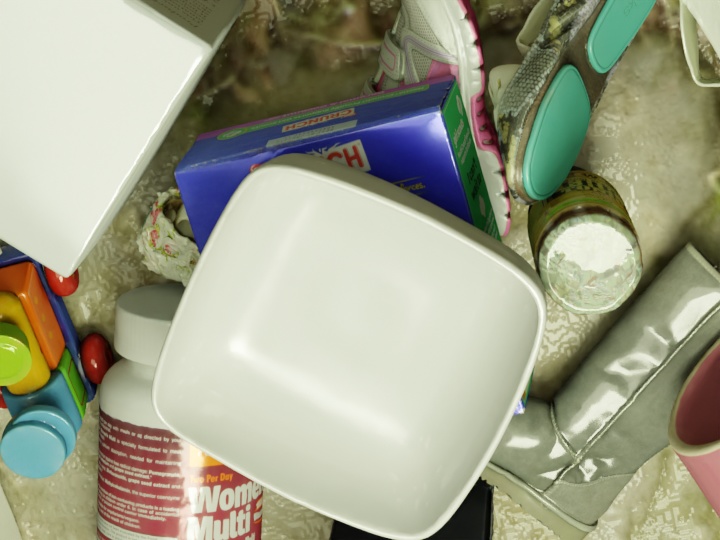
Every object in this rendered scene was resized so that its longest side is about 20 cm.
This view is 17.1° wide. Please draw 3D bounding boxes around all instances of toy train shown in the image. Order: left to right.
[{"bbox_3d":[-0.225,0.026,1.512,0.084,0.116,0.200,-15,119,7],"label":"toy train"}]

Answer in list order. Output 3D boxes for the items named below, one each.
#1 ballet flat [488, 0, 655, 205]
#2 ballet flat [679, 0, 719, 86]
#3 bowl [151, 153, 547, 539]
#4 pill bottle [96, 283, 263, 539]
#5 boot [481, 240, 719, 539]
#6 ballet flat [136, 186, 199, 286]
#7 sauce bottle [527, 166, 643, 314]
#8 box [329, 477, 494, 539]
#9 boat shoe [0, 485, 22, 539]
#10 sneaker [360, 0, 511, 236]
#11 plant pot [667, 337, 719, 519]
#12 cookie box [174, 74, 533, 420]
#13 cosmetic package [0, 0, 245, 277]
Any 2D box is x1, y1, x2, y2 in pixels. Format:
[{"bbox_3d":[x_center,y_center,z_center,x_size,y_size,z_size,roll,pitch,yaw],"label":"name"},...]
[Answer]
[{"bbox_3d":[0.118,-0.120,1.455,0.072,0.072,0.201,33,62,-5],"label":"ballet flat"},{"bbox_3d":[0.246,-0.115,1.495,0.069,0.069,0.201,-22,98,9],"label":"ballet flat"},{"bbox_3d":[-0.001,0.037,1.388,0.200,0.075,0.200,26,116,1],"label":"bowl"},{"bbox_3d":[-0.116,0.117,1.551,0.109,0.110,0.201,4,105,3],"label":"pill bottle"},{"bbox_3d":[0.151,0.061,1.538,0.182,0.073,0.200,35,111,-20],"label":"boot"},{"bbox_3d":[-0.046,-0.015,1.526,0.199,0.076,0.064,5,143,2],"label":"ballet flat"},{"bbox_3d":[0.131,-0.026,1.449,0.064,0.200,0.065,0,104,0],"label":"sauce bottle"},{"bbox_3d":[0.027,0.246,1.557,0.104,0.148,0.201,5,104,3],"label":"box"},{"bbox_3d":[-0.277,0.180,1.603,0.068,0.072,0.201,-10,108,22],"label":"boat shoe"},{"bbox_3d":[0.037,-0.111,1.495,0.088,0.081,0.201,-11,103,5],"label":"sneaker"},{"bbox_3d":[0.295,0.118,1.467,0.179,0.200,0.200,42,104,-16],"label":"plant pot"},{"bbox_3d":[0.000,0.000,1.458,0.171,0.075,0.201,-12,110,12],"label":"cookie box"},{"bbox_3d":[-0.187,-0.128,1.444,0.167,0.200,0.167,32,105,-4],"label":"cosmetic package"}]
